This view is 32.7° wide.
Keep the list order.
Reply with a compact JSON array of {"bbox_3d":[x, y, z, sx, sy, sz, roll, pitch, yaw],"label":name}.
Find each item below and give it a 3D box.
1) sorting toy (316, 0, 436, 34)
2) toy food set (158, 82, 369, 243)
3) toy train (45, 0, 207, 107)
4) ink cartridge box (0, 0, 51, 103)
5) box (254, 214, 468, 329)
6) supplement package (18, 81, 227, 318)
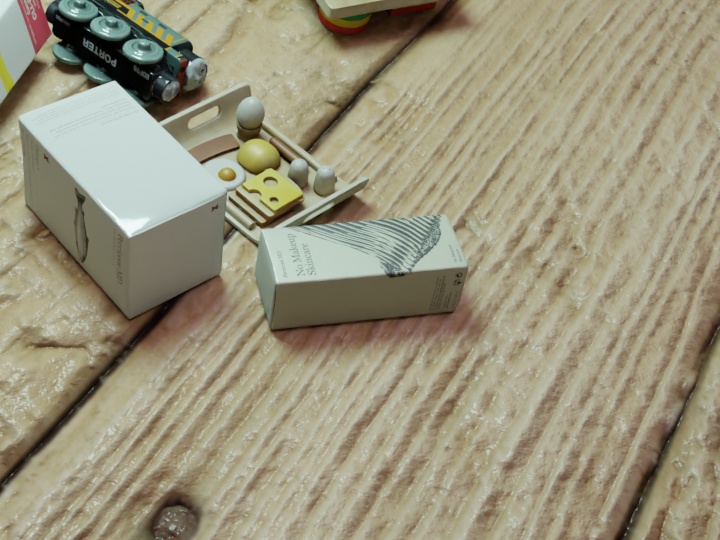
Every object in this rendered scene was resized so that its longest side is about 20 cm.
[{"bbox_3d":[0.000,-0.396,1.603,0.198,0.070,0.201,-15,58,-25],"label":"sorting toy"},{"bbox_3d":[-0.109,-0.121,1.329,0.200,0.061,0.143,39,51,25],"label":"toy food set"},{"bbox_3d":[-0.270,-0.263,1.423,0.200,0.086,0.114,34,40,20],"label":"toy train"},{"bbox_3d":[-0.450,-0.239,1.338,0.144,0.084,0.201,5,45,13],"label":"ink cartridge box"},{"bbox_3d":[0.000,0.000,1.228,0.199,0.069,0.082,-6,48,-18],"label":"box"},{"bbox_3d":[-0.237,-0.073,1.217,0.117,0.117,0.200,-27,56,-33],"label":"supplement package"}]
